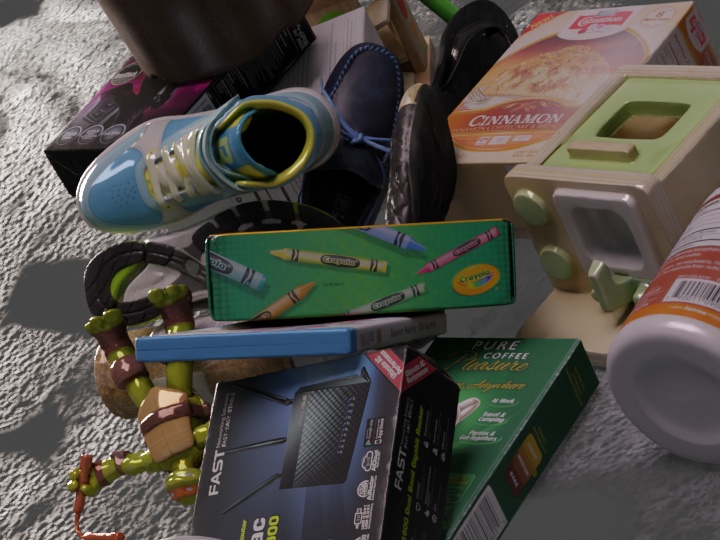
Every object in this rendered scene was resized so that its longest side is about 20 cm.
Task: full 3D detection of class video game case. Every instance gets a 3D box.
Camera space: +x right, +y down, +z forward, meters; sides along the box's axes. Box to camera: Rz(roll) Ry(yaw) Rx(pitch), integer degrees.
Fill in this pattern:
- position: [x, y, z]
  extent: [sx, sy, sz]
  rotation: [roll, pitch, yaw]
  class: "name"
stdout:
- position: [-0.040, 0.042, 1.571]
  extent: [0.143, 0.018, 0.200]
  rotation: [-2, 2, 19]
  class: "video game case"

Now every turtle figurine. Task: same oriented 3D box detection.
- position: [-0.125, 0.095, 1.690]
  extent: [0.200, 0.064, 0.162]
  rotation: [-27, 66, 26]
  class: "turtle figurine"

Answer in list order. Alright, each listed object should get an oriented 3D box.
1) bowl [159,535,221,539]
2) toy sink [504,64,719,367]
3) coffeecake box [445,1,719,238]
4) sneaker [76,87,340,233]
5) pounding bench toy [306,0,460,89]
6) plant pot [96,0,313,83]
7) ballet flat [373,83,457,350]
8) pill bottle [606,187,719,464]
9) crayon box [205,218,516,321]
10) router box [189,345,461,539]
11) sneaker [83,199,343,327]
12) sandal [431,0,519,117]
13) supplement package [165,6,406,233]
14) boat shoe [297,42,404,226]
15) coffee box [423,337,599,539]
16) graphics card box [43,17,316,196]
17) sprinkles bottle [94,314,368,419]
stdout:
- position: [-0.059, 0.238, 1.347]
  extent: [0.201, 0.202, 0.090]
  rotation: [-6, 3, 34]
  class: "bowl"
- position: [0.185, -0.043, 1.633]
  extent: [0.130, 0.112, 0.200]
  rotation: [7, 44, 47]
  class: "toy sink"
- position: [0.154, -0.112, 1.815]
  extent: [0.153, 0.073, 0.200]
  rotation: [0, 39, 44]
  class: "coffeecake box"
- position: [-0.115, -0.078, 1.711]
  extent: [0.199, 0.080, 0.131]
  rotation: [-22, 3, 5]
  class: "sneaker"
- position: [0.009, -0.212, 2.020]
  extent: [0.199, 0.156, 0.124]
  rotation: [-20, 29, 14]
  class: "pounding bench toy"
- position: [-0.139, -0.261, 1.827]
  extent: [0.200, 0.199, 0.200]
  rotation: [-20, 30, 12]
  class: "plant pot"
- position: [0.031, -0.039, 1.730]
  extent: [0.057, 0.066, 0.201]
  rotation: [-9, 67, 36]
  class: "ballet flat"
- position: [0.240, 0.015, 1.493]
  extent: [0.112, 0.112, 0.200]
  rotation: [-1, 37, 40]
  class: "pill bottle"
- position: [0.000, 0.000, 1.622]
  extent: [0.199, 0.058, 0.119]
  rotation: [-3, 0, -1]
  class: "crayon box"
- position: [-0.027, 0.153, 1.466]
  extent: [0.150, 0.062, 0.201]
  rotation: [-14, 54, 34]
  class: "router box"
- position: [-0.098, -0.008, 1.772]
  extent: [0.199, 0.074, 0.081]
  rotation: [-9, 0, 19]
  class: "sneaker"
- position: [0.092, -0.149, 1.925]
  extent: [0.048, 0.075, 0.201]
  rotation: [-43, 16, 44]
  class: "sandal"
- position: [-0.063, -0.100, 1.936]
  extent: [0.199, 0.120, 0.121]
  rotation: [-20, 31, 14]
  class: "supplement package"
- position: [-0.003, -0.071, 1.802]
  extent: [0.084, 0.201, 0.069]
  rotation: [9, -3, -4]
  class: "boat shoe"
- position: [0.057, 0.120, 1.548]
  extent: [0.123, 0.044, 0.200]
  rotation: [-3, 38, 39]
  class: "coffee box"
- position: [-0.138, -0.136, 1.883]
  extent: [0.125, 0.051, 0.200]
  rotation: [2, 43, 42]
  class: "graphics card box"
- position: [-0.094, 0.062, 1.752]
  extent: [0.199, 0.068, 0.068]
  rotation: [-10, 33, 30]
  class: "sprinkles bottle"
